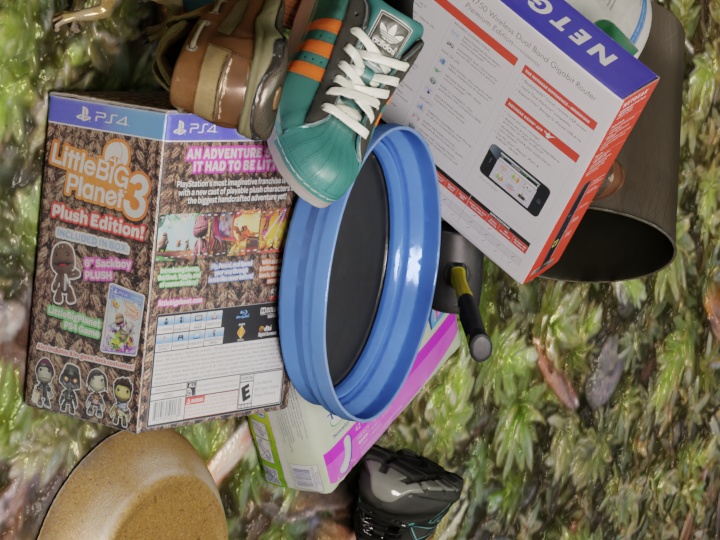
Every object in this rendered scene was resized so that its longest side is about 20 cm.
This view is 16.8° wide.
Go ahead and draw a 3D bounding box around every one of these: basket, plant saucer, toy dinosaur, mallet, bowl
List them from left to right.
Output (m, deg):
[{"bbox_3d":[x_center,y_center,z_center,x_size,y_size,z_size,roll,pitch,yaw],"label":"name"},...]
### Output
[{"bbox_3d":[-0.145,0.205,1.629,0.200,0.035,0.201,-23,119,-52],"label":"plant saucer"},{"bbox_3d":[-0.127,-0.192,1.477,0.200,0.058,0.101,-27,146,-26],"label":"toy dinosaur"},{"bbox_3d":[0.000,0.000,1.626,0.201,0.039,0.201,9,90,-68],"label":"bowl"},{"bbox_3d":[0.072,0.030,1.691,0.200,0.041,0.066,-97,-172,-65],"label":"mallet"},{"bbox_3d":[0.187,-0.109,1.934,0.136,0.180,0.200,31,63,-38],"label":"basket"}]

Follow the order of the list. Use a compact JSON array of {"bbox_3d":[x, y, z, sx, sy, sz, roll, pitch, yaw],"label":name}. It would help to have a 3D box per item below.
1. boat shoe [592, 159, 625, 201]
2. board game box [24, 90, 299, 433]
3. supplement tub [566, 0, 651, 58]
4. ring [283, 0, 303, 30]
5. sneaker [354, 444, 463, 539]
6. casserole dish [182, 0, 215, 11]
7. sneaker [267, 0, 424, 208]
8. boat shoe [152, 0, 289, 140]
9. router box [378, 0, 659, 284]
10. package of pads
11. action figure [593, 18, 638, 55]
[{"bbox_3d":[0.116,-0.069,1.791,0.067,0.200,0.072,12,85,-32],"label":"boat shoe"},{"bbox_3d":[-0.119,-0.010,1.546,0.159,0.097,0.201,-5,103,-56],"label":"board game box"},{"bbox_3d":[0.128,-0.226,1.824,0.200,0.132,0.132,47,61,-51],"label":"supplement tub"},{"bbox_3d":[-0.034,-0.258,1.605,0.200,0.019,0.201,-21,115,-53],"label":"ring"},{"bbox_3d":[0.032,0.180,1.822,0.079,0.075,0.200,-61,166,0],"label":"sneaker"},{"bbox_3d":[-0.090,-0.238,1.578,0.121,0.039,0.200,-63,145,-22],"label":"casserole dish"},{"bbox_3d":[-0.006,-0.130,1.538,0.071,0.080,0.200,35,43,-27],"label":"sneaker"},{"bbox_3d":[-0.086,-0.133,1.469,0.200,0.074,0.076,-109,-149,-75],"label":"boat shoe"},{"bbox_3d":[0.084,-0.119,1.669,0.049,0.200,0.180,-32,157,-44],"label":"router box"},{"bbox_3d":[-0.010,0.041,1.753,0.200,0.068,0.155,-48,136,-39],"label":"package of pads"},{"bbox_3d":[0.109,-0.139,1.802,0.118,0.200,0.055,24,67,-11],"label":"action figure"}]
